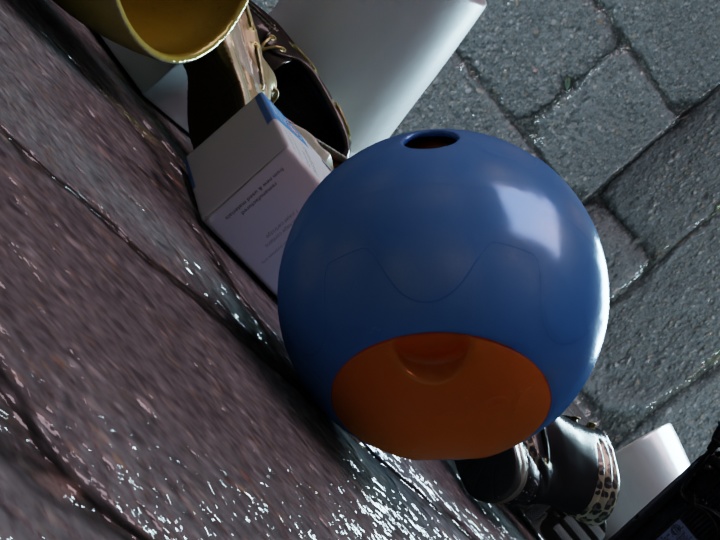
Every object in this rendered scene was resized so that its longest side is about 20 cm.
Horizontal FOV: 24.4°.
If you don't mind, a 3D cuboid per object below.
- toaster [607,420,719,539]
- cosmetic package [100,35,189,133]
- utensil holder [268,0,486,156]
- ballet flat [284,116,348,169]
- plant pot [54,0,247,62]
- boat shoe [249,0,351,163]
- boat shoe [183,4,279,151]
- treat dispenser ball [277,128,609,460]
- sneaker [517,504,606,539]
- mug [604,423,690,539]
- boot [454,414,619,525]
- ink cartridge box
[{"bbox_3d":[0.276,0.250,1.244,0.119,0.200,0.181,36,13,-50],"label":"toaster"},{"bbox_3d":[-0.165,-0.181,1.475,0.151,0.052,0.200,51,5,28],"label":"cosmetic package"},{"bbox_3d":[0.000,-0.221,1.574,0.170,0.200,0.170,36,18,-13],"label":"utensil holder"},{"bbox_3d":[-0.031,-0.079,1.409,0.200,0.069,0.071,32,-22,-8],"label":"ballet flat"},{"bbox_3d":[-0.182,-0.266,1.240,0.142,0.201,0.200,14,-12,27],"label":"plant pot"},{"bbox_3d":[-0.075,-0.173,1.468,0.201,0.072,0.061,53,-15,-5],"label":"boat shoe"},{"bbox_3d":[-0.100,-0.151,1.335,0.066,0.074,0.201,0,72,-45],"label":"boat shoe"},{"bbox_3d":[0.050,0.015,1.004,0.201,0.201,0.201,48,5,-6],"label":"treat dispenser ball"},{"bbox_3d":[0.133,0.160,1.467,0.200,0.075,0.115,57,-3,-14],"label":"sneaker"},{"bbox_3d":[0.340,0.279,1.928,0.153,0.149,0.186,58,14,13],"label":"mug"},{"bbox_3d":[0.132,0.110,1.361,0.153,0.073,0.204,24,44,-42],"label":"boot"},{"bbox_3d":[-0.030,-0.018,1.235,0.200,0.084,0.145,47,5,-23],"label":"ink cartridge box"}]
